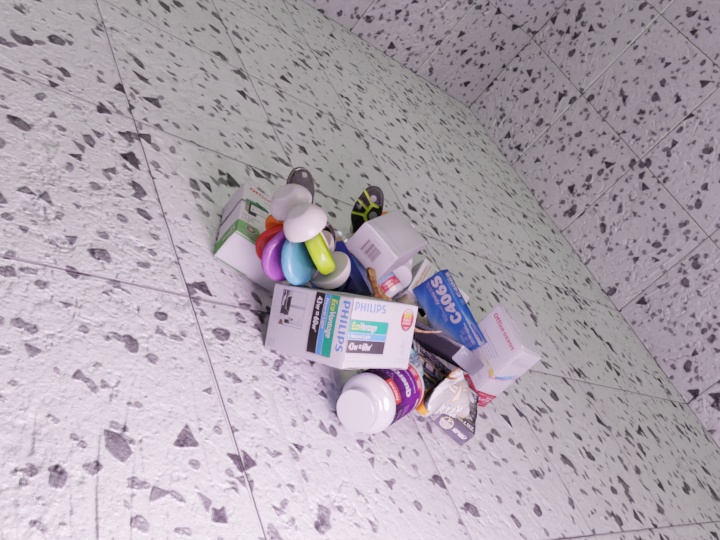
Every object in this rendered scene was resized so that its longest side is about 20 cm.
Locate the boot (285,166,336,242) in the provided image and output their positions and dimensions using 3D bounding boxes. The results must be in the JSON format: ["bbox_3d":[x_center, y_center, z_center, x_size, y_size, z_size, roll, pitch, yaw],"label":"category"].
[{"bbox_3d":[-0.110,-0.120,1.615,0.072,0.184,0.200,-6,19,-14],"label":"boot"}]

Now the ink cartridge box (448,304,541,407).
[{"bbox_3d":[0.315,0.206,1.774,0.082,0.200,0.147,23,32,-37],"label":"ink cartridge box"}]

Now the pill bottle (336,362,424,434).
[{"bbox_3d":[0.036,0.239,1.400,0.113,0.112,0.199,51,25,13],"label":"pill bottle"}]

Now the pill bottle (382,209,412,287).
[{"bbox_3d":[0.075,-0.050,1.860,0.109,0.109,0.201,30,36,-29],"label":"pill bottle"}]

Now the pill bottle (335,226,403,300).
[{"bbox_3d":[0.000,0.000,1.714,0.200,0.109,0.109,49,25,9],"label":"pill bottle"}]

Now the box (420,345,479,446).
[{"bbox_3d":[0.175,0.270,1.642,0.200,0.049,0.161,41,24,-7],"label":"box"}]

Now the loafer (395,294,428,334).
[{"bbox_3d":[0.137,0.125,1.718,0.075,0.070,0.200,30,-14,46],"label":"loafer"}]

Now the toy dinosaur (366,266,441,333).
[{"bbox_3d":[0.063,0.086,1.549,0.200,0.106,0.060,47,60,-6],"label":"toy dinosaur"}]

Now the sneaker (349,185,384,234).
[{"bbox_3d":[0.004,-0.115,1.821,0.075,0.202,0.076,17,14,-8],"label":"sneaker"}]

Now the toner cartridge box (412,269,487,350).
[{"bbox_3d":[0.212,0.108,1.773,0.043,0.095,0.202,-9,67,-54],"label":"toner cartridge box"}]

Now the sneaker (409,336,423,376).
[{"bbox_3d":[0.092,0.155,1.592,0.200,0.077,0.087,-114,-170,-64],"label":"sneaker"}]

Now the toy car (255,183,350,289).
[{"bbox_3d":[-0.121,-0.046,1.377,0.200,0.149,0.176,53,-8,51],"label":"toy car"}]

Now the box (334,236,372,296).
[{"bbox_3d":[-0.032,0.043,1.587,0.032,0.122,0.201,-6,52,-30],"label":"box"}]

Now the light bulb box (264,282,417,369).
[{"bbox_3d":[-0.034,0.104,1.368,0.198,0.127,0.197,9,0,40],"label":"light bulb box"}]

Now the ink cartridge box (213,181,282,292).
[{"bbox_3d":[-0.212,-0.073,1.530,0.145,0.084,0.201,33,28,-24],"label":"ink cartridge box"}]

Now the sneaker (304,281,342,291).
[{"bbox_3d":[-0.083,0.031,1.572,0.074,0.082,0.201,6,44,-50],"label":"sneaker"}]

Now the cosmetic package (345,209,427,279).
[{"bbox_3d":[0.062,-0.062,1.680,0.113,0.081,0.200,49,25,9],"label":"cosmetic package"}]

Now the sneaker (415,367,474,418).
[{"bbox_3d":[0.185,0.271,1.531,0.092,0.076,0.199,55,31,9],"label":"sneaker"}]

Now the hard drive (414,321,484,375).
[{"bbox_3d":[0.194,0.177,1.632,0.134,0.043,0.200,27,-7,28],"label":"hard drive"}]

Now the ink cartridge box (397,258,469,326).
[{"bbox_3d":[0.169,0.057,1.884,0.200,0.067,0.116,40,55,-10],"label":"ink cartridge box"}]
